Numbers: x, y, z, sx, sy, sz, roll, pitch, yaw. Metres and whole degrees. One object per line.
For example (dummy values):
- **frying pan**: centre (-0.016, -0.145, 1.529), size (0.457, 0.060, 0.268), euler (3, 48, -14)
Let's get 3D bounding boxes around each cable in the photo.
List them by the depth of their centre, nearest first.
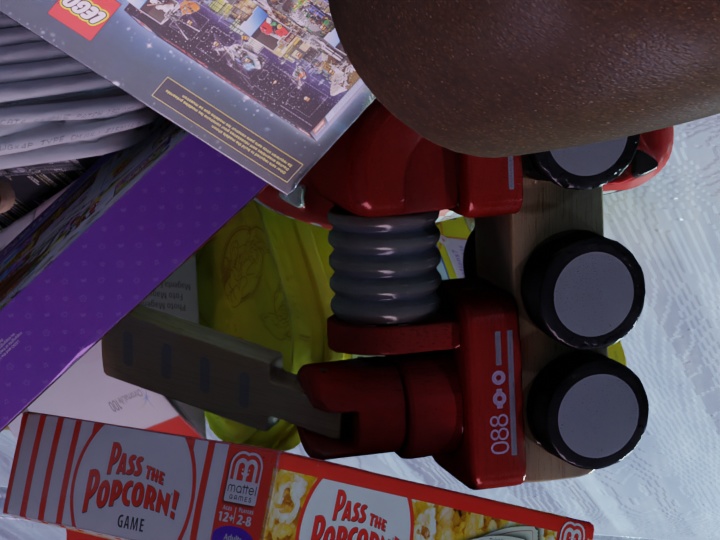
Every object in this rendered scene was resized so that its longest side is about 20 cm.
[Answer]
- **cable**: centre (-0.180, -0.067, 0.870), size (0.200, 0.069, 0.200), euler (-11, -175, -19)

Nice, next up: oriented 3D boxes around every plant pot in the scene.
- **plant pot**: centre (0.081, -0.115, 0.623), size (0.187, 0.187, 0.200), euler (16, 148, -27)

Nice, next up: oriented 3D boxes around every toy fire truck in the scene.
- **toy fire truck**: centre (0.000, 0.000, 0.911), size (0.200, 0.176, 0.129), euler (-6, -168, -16)

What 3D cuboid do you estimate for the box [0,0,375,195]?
- **box**: centre (-0.060, -0.129, 0.725), size (0.200, 0.038, 0.137), euler (33, 116, -25)

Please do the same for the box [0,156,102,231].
- **box**: centre (-0.151, -0.052, 1.118), size (0.160, 0.044, 0.200), euler (-4, 158, 24)

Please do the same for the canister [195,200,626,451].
- **canister**: centre (0.018, 0.018, 1.073), size (0.200, 0.149, 0.087), euler (6, 140, -34)

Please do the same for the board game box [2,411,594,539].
- **board game box**: centre (-0.023, 0.104, 0.926), size (0.151, 0.046, 0.200), euler (5, 171, 42)

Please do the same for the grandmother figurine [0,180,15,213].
- **grandmother figurine**: centre (-0.211, -0.003, 1.036), size (0.061, 0.121, 0.200), euler (33, 166, -4)

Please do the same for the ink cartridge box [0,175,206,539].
- **ink cartridge box**: centre (-0.129, 0.062, 1.066), size (0.057, 0.200, 0.162), euler (8, 162, -30)

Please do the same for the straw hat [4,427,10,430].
- **straw hat**: centre (-0.265, 0.020, 1.289), size (0.201, 0.085, 0.201), euler (10, 158, 4)

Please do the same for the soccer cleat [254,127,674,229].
- **soccer cleat**: centre (0.041, -0.053, 1.003), size (0.200, 0.069, 0.085), euler (-7, 179, -5)

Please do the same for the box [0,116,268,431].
- **box**: centre (-0.103, -0.014, 0.913), size (0.200, 0.137, 0.039), euler (-42, 104, 12)
